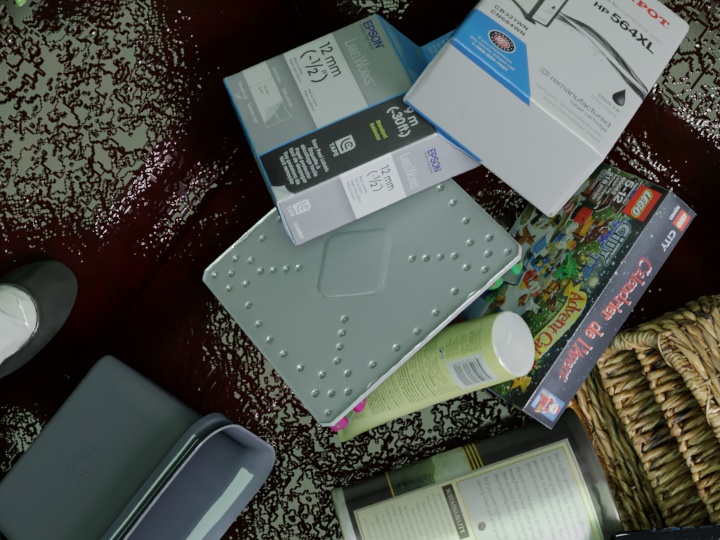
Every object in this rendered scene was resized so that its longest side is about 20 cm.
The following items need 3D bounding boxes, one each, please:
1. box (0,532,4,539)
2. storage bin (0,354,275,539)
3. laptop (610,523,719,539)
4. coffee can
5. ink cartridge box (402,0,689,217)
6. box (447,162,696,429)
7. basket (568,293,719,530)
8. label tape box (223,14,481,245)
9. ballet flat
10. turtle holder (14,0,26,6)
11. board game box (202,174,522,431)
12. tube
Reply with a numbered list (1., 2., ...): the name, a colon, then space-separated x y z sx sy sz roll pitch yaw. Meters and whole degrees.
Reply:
1. box: -0.374 0.152 1.370 0.160 0.044 0.200 -5 115 -1
2. storage bin: -0.184 0.172 1.378 0.134 0.146 0.200 38 87 27
3. laptop: 0.279 0.284 1.288 0.200 0.103 0.177 -1 113 -18
4. coffee can: 0.093 0.206 1.363 0.200 0.146 0.147 -18 88 -1
5. ink cartridge box: 0.146 -0.160 1.354 0.146 0.084 0.200 37 47 -1
6. box: 0.155 0.010 1.379 0.038 0.137 0.200 36 87 -34
7. basket: 0.256 0.134 1.370 0.149 0.143 0.200 -22 88 -2
8. label tape box: 0.010 -0.125 1.382 0.200 0.066 0.143 -25 53 0
9. ballet flat: -0.310 0.063 1.403 0.200 0.068 0.068 -39 87 -2
10. turtle holder: -0.235 -0.307 1.395 0.132 0.186 0.141 -19 120 -1
11. board game box: 0.000 0.000 1.375 0.200 0.026 0.200 -41 51 -2
12. tube: 0.044 0.077 1.375 0.052 0.200 0.058 37 50 -33
